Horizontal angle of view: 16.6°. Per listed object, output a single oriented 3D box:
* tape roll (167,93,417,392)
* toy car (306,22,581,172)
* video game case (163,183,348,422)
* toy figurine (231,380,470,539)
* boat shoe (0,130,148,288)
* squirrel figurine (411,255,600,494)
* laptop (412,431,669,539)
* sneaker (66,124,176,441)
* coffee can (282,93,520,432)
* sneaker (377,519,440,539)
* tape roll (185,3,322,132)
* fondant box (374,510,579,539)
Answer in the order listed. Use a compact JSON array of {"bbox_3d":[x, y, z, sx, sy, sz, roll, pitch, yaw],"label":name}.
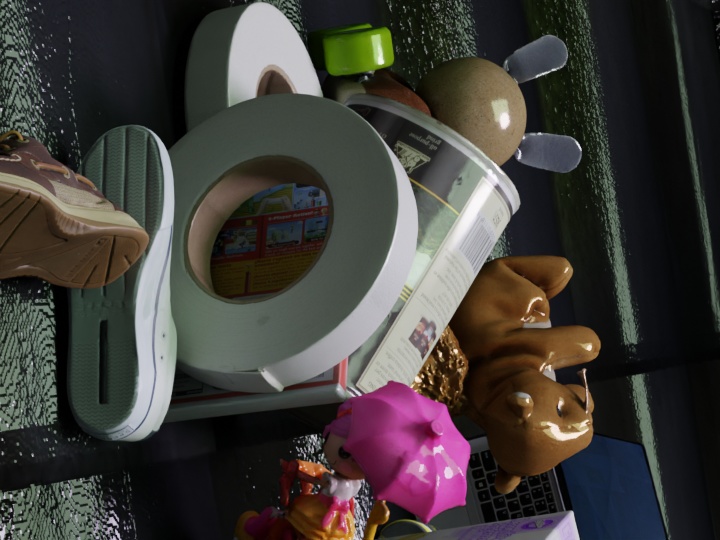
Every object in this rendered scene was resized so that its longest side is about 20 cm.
[{"bbox_3d":[-0.060,-0.019,1.604,0.037,0.202,0.204,48,38,-56],"label":"tape roll"},{"bbox_3d":[0.072,-0.122,1.965,0.158,0.199,0.165,-141,-139,-78],"label":"toy car"},{"bbox_3d":[-0.073,0.004,1.640,0.017,0.142,0.201,57,30,-53],"label":"video game case"},{"bbox_3d":[-0.006,0.155,1.600,0.150,0.200,0.185,21,99,-34],"label":"toy figurine"},{"bbox_3d":[-0.203,-0.041,1.441,0.200,0.072,0.072,12,39,-58],"label":"boat shoe"},{"bbox_3d":[0.095,0.091,1.968,0.187,0.199,0.142,-100,-160,-53],"label":"squirrel figurine"},{"bbox_3d":[0.151,0.231,2.031,0.116,0.199,0.188,-93,168,-74],"label":"laptop"},{"bbox_3d":[-0.150,0.011,1.555,0.071,0.073,0.201,48,46,-71],"label":"sneaker"},{"bbox_3d":[0.000,0.000,1.719,0.200,0.146,0.146,-58,145,-15],"label":"coffee can"},{"bbox_3d":[0.067,0.293,1.993,0.085,0.074,0.201,-15,96,-70],"label":"sneaker"},{"bbox_3d":[-0.071,-0.095,1.823,0.203,0.037,0.204,-9,90,-71],"label":"tape roll"},{"bbox_3d":[0.050,0.231,1.792,0.144,0.199,0.059,-30,109,-69],"label":"fondant box"}]
